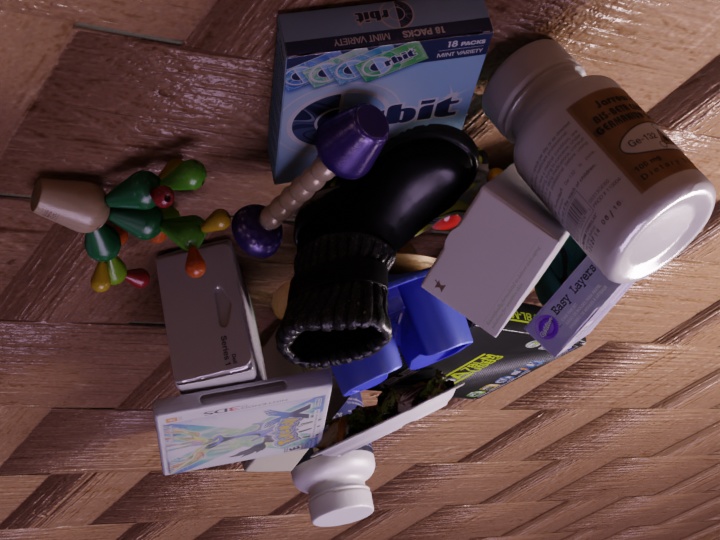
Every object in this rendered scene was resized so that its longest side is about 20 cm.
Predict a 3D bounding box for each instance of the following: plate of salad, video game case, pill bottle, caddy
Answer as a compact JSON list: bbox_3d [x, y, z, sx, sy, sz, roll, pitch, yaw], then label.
[{"bbox_3d":[0.027,0.164,1.534,0.198,0.049,0.200,-25,173,-3],"label":"plate of salad"},{"bbox_3d":[-0.124,0.163,1.397,0.180,0.022,0.201,-10,156,-10],"label":"video game case"},{"bbox_3d":[0.194,-0.097,1.116,0.113,0.201,0.115,-28,151,-17],"label":"pill bottle"},{"bbox_3d":[0.026,0.047,1.277,0.140,0.106,0.200,-19,172,-9],"label":"caddy"},{"bbox_3d":[-0.042,0.220,1.707,0.110,0.202,0.111,-11,156,-5],"label":"pill bottle"}]

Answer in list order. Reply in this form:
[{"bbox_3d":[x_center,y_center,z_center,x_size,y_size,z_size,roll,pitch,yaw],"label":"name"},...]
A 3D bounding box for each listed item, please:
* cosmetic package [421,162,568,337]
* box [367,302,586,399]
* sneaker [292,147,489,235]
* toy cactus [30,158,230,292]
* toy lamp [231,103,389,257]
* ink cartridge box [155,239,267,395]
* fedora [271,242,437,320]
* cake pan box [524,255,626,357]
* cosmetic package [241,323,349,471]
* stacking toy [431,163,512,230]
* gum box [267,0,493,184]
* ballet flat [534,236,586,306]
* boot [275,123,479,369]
[{"bbox_3d":[0.135,-0.028,1.194,0.108,0.084,0.200,-58,173,22],"label":"cosmetic package"},{"bbox_3d":[0.130,0.094,1.556,0.192,0.048,0.199,8,151,-41],"label":"box"},{"bbox_3d":[0.028,-0.066,1.246,0.197,0.077,0.076,-8,-159,-8],"label":"sneaker"},{"bbox_3d":[-0.217,-0.040,1.201,0.163,0.104,0.199,14,154,-29],"label":"toy cactus"},{"bbox_3d":[-0.043,-0.077,1.129,0.058,0.059,0.200,5,152,-36],"label":"toy lamp"},{"bbox_3d":[-0.151,0.079,1.407,0.083,0.146,0.200,-12,157,-2],"label":"ink cartridge box"},{"bbox_3d":[0.000,0.000,1.395,0.198,0.083,0.201,-9,156,-4],"label":"fedora"},{"bbox_3d":[0.267,0.000,1.407,0.201,0.052,0.184,-52,166,19],"label":"cake pan box"},{"bbox_3d":[-0.082,0.145,1.594,0.072,0.104,0.201,5,136,-35],"label":"cosmetic package"},{"bbox_3d":[0.153,-0.077,1.324,0.197,0.086,0.086,-5,156,-5],"label":"stacking toy"},{"bbox_3d":[0.010,-0.150,1.119,0.168,0.045,0.200,-8,156,-10],"label":"gum box"},{"bbox_3d":[0.244,-0.010,1.528,0.070,0.068,0.200,-26,159,-7],"label":"ballet flat"},{"bbox_3d":[0.017,-0.016,1.133,0.079,0.159,0.210,37,126,-27],"label":"boot"}]
